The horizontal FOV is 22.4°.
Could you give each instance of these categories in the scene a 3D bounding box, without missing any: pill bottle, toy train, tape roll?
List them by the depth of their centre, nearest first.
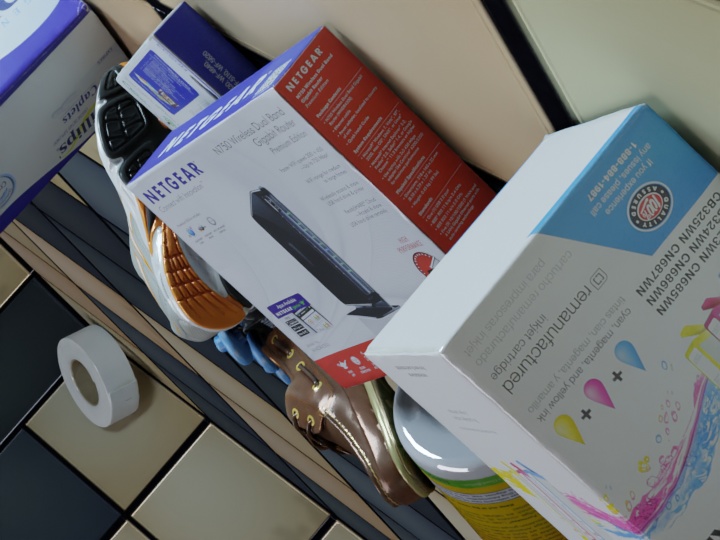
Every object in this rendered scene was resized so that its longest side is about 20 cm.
[{"bbox_3d":[0.110,0.123,1.134,0.111,0.111,0.200,31,165,43],"label":"pill bottle"},{"bbox_3d":[-0.067,0.013,1.346,0.114,0.087,0.200,61,-172,17],"label":"toy train"},{"bbox_3d":[-0.529,0.213,3.677,0.202,0.071,0.203,37,140,38],"label":"tape roll"}]

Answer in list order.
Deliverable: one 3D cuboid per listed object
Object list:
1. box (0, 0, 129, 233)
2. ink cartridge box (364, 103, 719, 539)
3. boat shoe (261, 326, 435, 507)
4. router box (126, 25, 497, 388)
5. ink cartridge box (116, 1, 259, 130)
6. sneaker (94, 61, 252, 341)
[{"bbox_3d":[-0.295,-0.141,1.297,0.200,0.184,0.105,35,166,28],"label":"box"},{"bbox_3d":[0.127,0.051,0.737,0.200,0.129,0.125,41,169,-7],"label":"ink cartridge box"},{"bbox_3d":[-0.010,0.089,1.173,0.072,0.068,0.200,52,-176,-39],"label":"boat shoe"},{"bbox_3d":[-0.014,-0.025,0.986,0.179,0.049,0.200,43,152,-13],"label":"router box"},{"bbox_3d":[-0.091,-0.108,1.105,0.099,0.039,0.200,42,171,-10],"label":"ink cartridge box"},{"bbox_3d":[-0.137,-0.042,1.230,0.092,0.076,0.200,-45,61,63],"label":"sneaker"}]
